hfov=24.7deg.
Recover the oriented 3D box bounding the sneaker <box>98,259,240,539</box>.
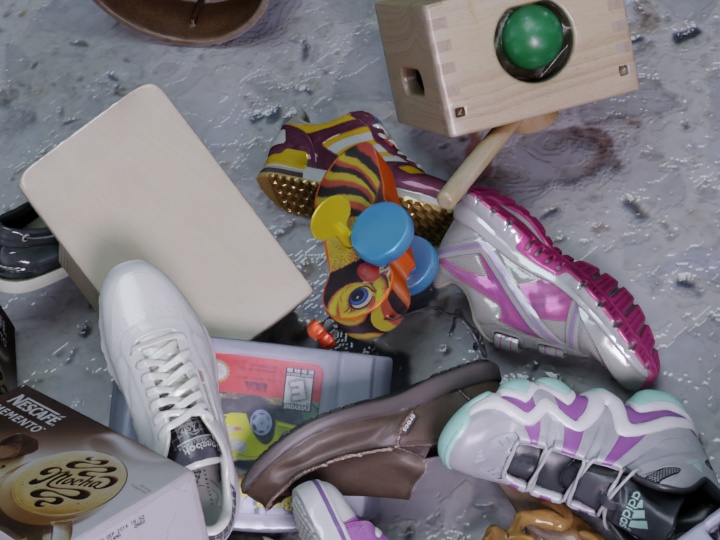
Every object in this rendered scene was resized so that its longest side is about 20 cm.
[{"bbox_3d":[-0.123,0.086,1.102,0.076,0.080,0.202,-19,86,-10],"label":"sneaker"}]

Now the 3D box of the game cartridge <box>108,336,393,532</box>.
[{"bbox_3d":[-0.079,0.117,1.164,0.198,0.041,0.134,6,86,-9],"label":"game cartridge"}]

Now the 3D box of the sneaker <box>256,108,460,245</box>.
[{"bbox_3d":[0.016,-0.084,1.322,0.198,0.075,0.091,14,65,21],"label":"sneaker"}]

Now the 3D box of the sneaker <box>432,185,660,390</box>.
[{"bbox_3d":[0.134,0.027,1.220,0.200,0.081,0.089,42,110,19],"label":"sneaker"}]

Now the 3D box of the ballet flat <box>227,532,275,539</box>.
[{"bbox_3d":[-0.134,0.223,1.119,0.198,0.067,0.057,-7,12,-23],"label":"ballet flat"}]

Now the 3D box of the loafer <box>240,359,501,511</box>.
[{"bbox_3d":[0.016,0.124,1.120,0.199,0.073,0.071,-21,77,-12],"label":"loafer"}]

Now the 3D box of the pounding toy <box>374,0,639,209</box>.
[{"bbox_3d":[0.107,-0.150,1.268,0.183,0.143,0.200,-15,13,-11],"label":"pounding toy"}]

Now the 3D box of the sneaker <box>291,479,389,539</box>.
[{"bbox_3d":[0.041,0.207,1.083,0.114,0.073,0.201,-32,92,-16],"label":"sneaker"}]

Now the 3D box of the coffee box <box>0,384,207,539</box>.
[{"bbox_3d":[-0.203,0.156,1.062,0.113,0.080,0.199,-27,31,-34],"label":"coffee box"}]

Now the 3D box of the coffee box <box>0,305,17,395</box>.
[{"bbox_3d":[-0.313,0.103,1.246,0.079,0.113,0.201,-14,54,4],"label":"coffee box"}]

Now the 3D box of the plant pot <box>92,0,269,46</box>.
[{"bbox_3d":[-0.145,-0.343,1.481,0.198,0.201,0.199,5,48,17],"label":"plant pot"}]

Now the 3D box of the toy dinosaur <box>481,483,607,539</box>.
[{"bbox_3d":[0.124,0.171,1.141,0.200,0.061,0.106,38,41,29],"label":"toy dinosaur"}]

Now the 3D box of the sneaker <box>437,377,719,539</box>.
[{"bbox_3d":[0.159,0.140,1.076,0.198,0.078,0.140,-1,37,-23],"label":"sneaker"}]

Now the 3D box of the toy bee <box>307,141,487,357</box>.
[{"bbox_3d":[0.000,0.000,1.191,0.108,0.131,0.200,-31,31,6],"label":"toy bee"}]

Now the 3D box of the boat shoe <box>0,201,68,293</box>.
[{"bbox_3d":[-0.219,-0.052,1.327,0.199,0.067,0.074,-27,42,-33],"label":"boat shoe"}]

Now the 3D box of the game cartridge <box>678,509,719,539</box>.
[{"bbox_3d":[0.272,0.164,1.041,0.199,0.133,0.041,-33,55,-10],"label":"game cartridge"}]

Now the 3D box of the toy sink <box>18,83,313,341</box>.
[{"bbox_3d":[-0.151,-0.017,1.244,0.130,0.112,0.200,-38,90,-14],"label":"toy sink"}]
